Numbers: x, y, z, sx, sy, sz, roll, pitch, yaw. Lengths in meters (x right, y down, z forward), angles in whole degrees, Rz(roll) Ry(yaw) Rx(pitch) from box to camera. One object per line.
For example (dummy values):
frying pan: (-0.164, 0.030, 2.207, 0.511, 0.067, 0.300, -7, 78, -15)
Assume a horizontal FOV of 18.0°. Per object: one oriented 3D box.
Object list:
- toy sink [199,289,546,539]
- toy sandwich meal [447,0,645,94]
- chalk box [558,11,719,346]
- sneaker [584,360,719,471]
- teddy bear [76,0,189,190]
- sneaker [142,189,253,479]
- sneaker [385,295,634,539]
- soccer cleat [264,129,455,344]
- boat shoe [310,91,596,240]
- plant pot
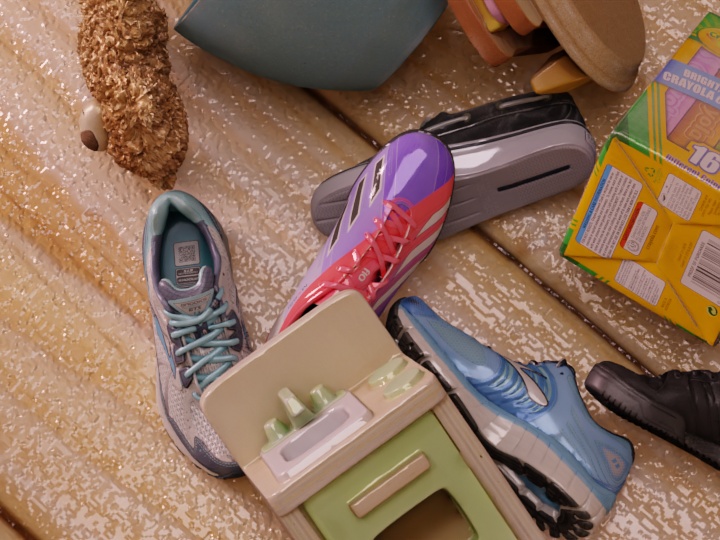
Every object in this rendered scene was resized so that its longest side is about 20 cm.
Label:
toy sink: (0.009, 0.130, 1.424, 0.130, 0.112, 0.201, -35, 101, -6)
toy sandwich meal: (0.121, -0.196, 1.540, 0.070, 0.205, 0.207, -26, 70, 25)
chalk box: (0.240, -0.075, 1.501, 0.123, 0.125, 0.200, 30, 47, 12)
sneaker: (0.251, 0.080, 1.487, 0.199, 0.060, 0.105, 29, 86, -8)
teddy bear: (-0.168, -0.146, 1.550, 0.066, 0.145, 0.202, 0, 69, -21)
sneaker: (-0.111, 0.041, 1.516, 0.077, 0.086, 0.201, -16, 72, -3)
sneaker: (0.098, 0.087, 1.511, 0.200, 0.079, 0.090, 42, 59, 11)
soccer cleat: (0.000, 0.000, 1.495, 0.068, 0.073, 0.201, 33, 101, -4)
boat shoe: (0.062, -0.071, 1.562, 0.198, 0.072, 0.071, -13, 47, 3)
plant pot: (-0.014, -0.200, 1.551, 0.135, 0.200, 0.201, 39, 77, -9)
